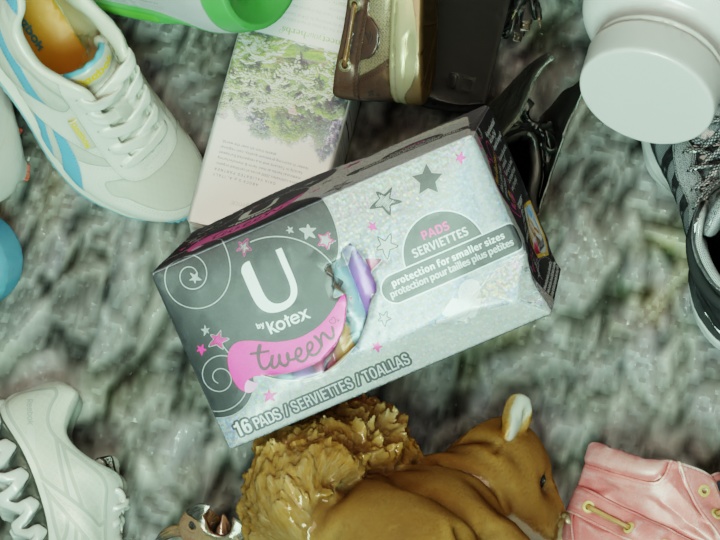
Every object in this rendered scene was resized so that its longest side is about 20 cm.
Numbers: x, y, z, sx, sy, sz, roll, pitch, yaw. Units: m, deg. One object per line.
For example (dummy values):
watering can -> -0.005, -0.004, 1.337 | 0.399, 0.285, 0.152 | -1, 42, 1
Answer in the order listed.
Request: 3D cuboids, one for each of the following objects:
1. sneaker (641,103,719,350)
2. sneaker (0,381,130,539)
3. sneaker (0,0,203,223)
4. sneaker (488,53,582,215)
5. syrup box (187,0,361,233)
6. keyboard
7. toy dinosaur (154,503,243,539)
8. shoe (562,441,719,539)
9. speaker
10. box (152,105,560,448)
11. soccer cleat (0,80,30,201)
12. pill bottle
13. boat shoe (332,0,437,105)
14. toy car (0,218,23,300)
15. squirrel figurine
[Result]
sneaker -> 0.220, -0.054, 1.633 | 0.075, 0.114, 0.201 | -13, 79, -1
sneaker -> -0.169, 0.160, 1.633 | 0.081, 0.075, 0.201 | -23, 80, -11
sneaker -> -0.161, -0.103, 1.643 | 0.200, 0.081, 0.077 | 48, 71, -23
sneaker -> 0.064, -0.034, 1.635 | 0.060, 0.104, 0.201 | 32, 79, -17
syrup box -> -0.042, -0.104, 1.668 | 0.078, 0.081, 0.201 | 14, 81, 4
keyboard -> 0.069, -0.183, 1.697 | 0.103, 0.040, 0.201 | 18, 68, -7
toy dinosaur -> -0.077, 0.247, 1.606 | 0.135, 0.086, 0.201 | 16, 86, 6
shoe -> 0.216, 0.169, 1.612 | 0.199, 0.071, 0.092 | 16, 86, 10
speaker -> -0.133, -0.196, 1.645 | 0.199, 0.088, 0.089 | 15, 79, 38
box -> 0.000, 0.000, 1.542 | 0.199, 0.132, 0.115 | -24, 97, 10
soccer cleat -> -0.255, -0.135, 1.671 | 0.069, 0.077, 0.201 | -25, 71, 22
pill bottle -> 0.197, -0.178, 1.625 | 0.110, 0.111, 0.201 | 18, 57, 5
boat shoe -> 0.008, -0.199, 1.608 | 0.071, 0.072, 0.202 | 1, 95, 13
toy car -> -0.329, 0.048, 1.631 | 0.176, 0.184, 0.201 | 30, 110, 7
squirrel figurine -> 0.030, 0.133, 1.568 | 0.200, 0.142, 0.187 | 38, 46, 6
